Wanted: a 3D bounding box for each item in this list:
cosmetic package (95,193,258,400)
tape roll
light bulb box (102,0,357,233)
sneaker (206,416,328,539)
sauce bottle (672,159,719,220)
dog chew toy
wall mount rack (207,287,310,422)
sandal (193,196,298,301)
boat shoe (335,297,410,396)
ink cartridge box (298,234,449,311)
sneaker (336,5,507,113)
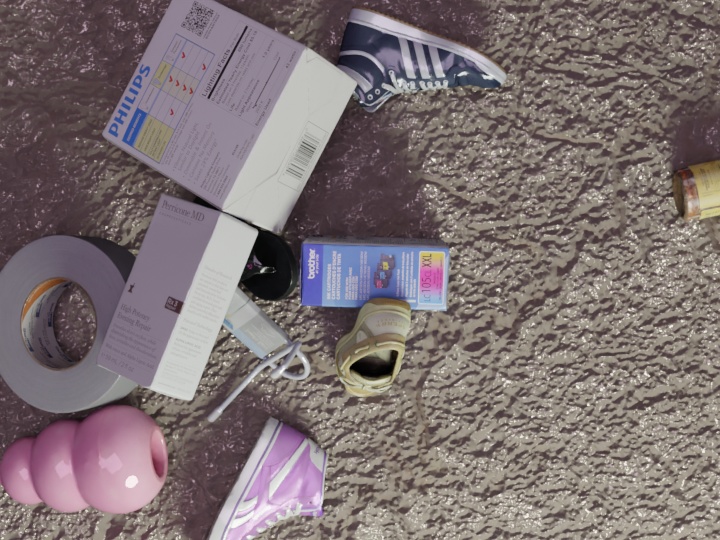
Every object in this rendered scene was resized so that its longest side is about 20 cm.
[{"bbox_3d":[-0.199,0.028,1.437,0.101,0.074,0.202,17,86,38],"label":"cosmetic package"},{"bbox_3d":[-0.331,0.061,1.537,0.198,0.066,0.203,0,90,21],"label":"tape roll"},{"bbox_3d":[-0.147,-0.180,1.488,0.199,0.124,0.200,31,93,30],"label":"light bulb box"},{"bbox_3d":[-0.107,0.289,1.576,0.113,0.073,0.202,30,93,-4],"label":"sneaker"},{"bbox_3d":[0.468,-0.107,1.555,0.197,0.066,0.067,-10,93,-1],"label":"sauce bottle"},{"bbox_3d":[-0.329,0.227,1.554,0.197,0.125,0.126,-9,93,9],"label":"dog chew toy"},{"bbox_3d":[-0.163,0.088,1.547,0.200,0.173,0.075,44,50,-11],"label":"wall mount rack"},{"bbox_3d":[-0.144,-0.023,1.515,0.200,0.048,0.076,34,118,40],"label":"sandal"},{"bbox_3d":[0.014,0.102,1.506,0.072,0.201,0.064,8,59,-12],"label":"boat shoe"},{"bbox_3d":[0.000,0.000,1.526,0.197,0.136,0.078,4,95,1],"label":"ink cartridge box"},{"bbox_3d":[0.064,-0.223,1.548,0.198,0.070,0.110,22,88,6],"label":"sneaker"}]
